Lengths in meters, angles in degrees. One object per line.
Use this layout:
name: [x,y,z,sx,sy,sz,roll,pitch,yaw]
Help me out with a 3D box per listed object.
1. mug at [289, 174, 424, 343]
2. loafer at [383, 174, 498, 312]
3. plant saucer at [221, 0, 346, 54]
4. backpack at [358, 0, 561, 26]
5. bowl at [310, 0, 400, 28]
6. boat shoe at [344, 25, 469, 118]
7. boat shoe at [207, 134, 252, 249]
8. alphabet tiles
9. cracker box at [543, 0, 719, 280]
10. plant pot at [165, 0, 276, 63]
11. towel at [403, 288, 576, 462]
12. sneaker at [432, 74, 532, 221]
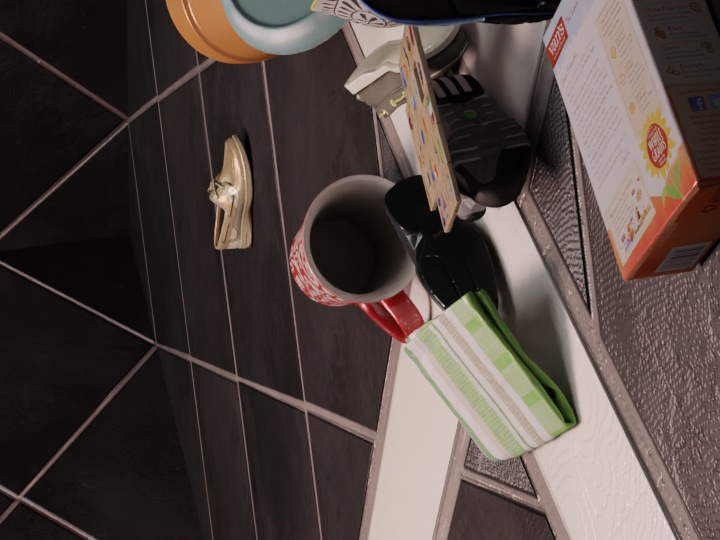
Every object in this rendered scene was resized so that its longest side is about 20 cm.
mug: [-0.011,-0.001,1.731,0.200,0.132,0.180,152,112,-78]
loafer: [0.086,-0.008,1.500,0.201,0.072,0.073,-113,-3,-45]
plant saucer: [-0.078,-0.339,1.730,0.027,0.198,0.202,17,-123,-60]
backpack: [0.065,-0.270,1.164,0.135,0.198,0.185,-140,44,-68]
bowl: [0.053,-0.276,1.349,0.201,0.094,0.201,-53,5,6]
boat shoe: [0.054,-0.194,1.513,0.060,0.072,0.201,44,158,-15]
boat shoe: [-0.213,-0.123,2.545,0.072,0.064,0.202,-119,26,-54]
alphabet tiles: [0.058,-0.119,1.369,0.200,0.007,0.169,94,162,-81]
cracker box: [0.191,-0.114,1.041,0.134,0.057,0.202,113,145,-61]
plant pot: [-0.117,-0.346,1.873,0.140,0.198,0.203,15,113,56]
towel: [0.116,0.096,1.404,0.150,0.031,0.200,52,159,3]
sneaker: [0.105,-0.082,1.381,0.201,0.074,0.117,-107,9,-55]
